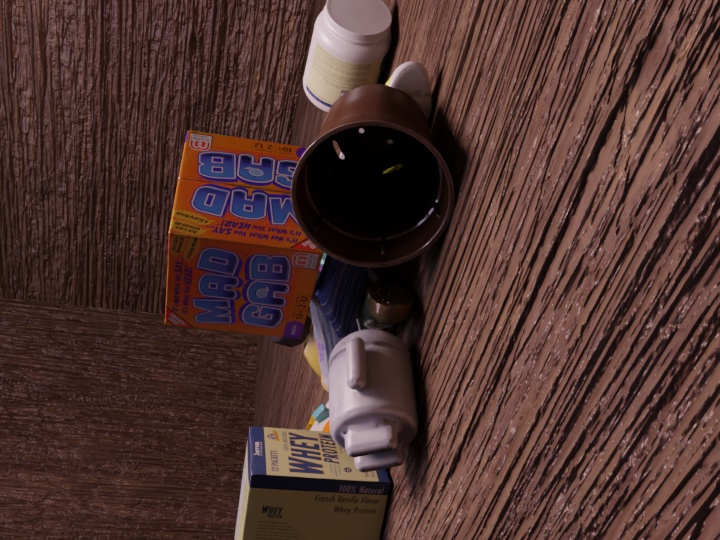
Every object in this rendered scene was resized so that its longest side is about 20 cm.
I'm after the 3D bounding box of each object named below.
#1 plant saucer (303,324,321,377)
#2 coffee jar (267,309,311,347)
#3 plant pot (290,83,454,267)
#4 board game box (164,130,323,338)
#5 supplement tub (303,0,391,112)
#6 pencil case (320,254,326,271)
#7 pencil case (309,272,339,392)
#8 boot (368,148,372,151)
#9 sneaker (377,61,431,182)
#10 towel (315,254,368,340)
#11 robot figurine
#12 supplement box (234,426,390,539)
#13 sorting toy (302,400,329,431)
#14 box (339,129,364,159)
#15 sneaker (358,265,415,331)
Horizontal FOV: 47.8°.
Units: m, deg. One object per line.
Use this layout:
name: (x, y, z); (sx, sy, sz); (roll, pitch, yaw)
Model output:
plant saucer: (-0.072, 0.087, 1.628); (0.200, 0.048, 0.200); (-108, 35, -77)
coffee jar: (-0.127, 0.046, 1.607); (0.104, 0.085, 0.200); (118, 166, -58)
plant pot: (0.017, -0.141, 1.069); (0.198, 0.200, 0.200); (-87, 9, -56)
board game box: (-0.164, -0.048, 1.165); (0.200, 0.200, 0.200); (108, 165, -49)
supplement tub: (-0.024, -0.408, 1.530); (0.200, 0.145, 0.145); (112, 161, -54)
pencil case: (-0.046, -0.052, 1.534); (0.085, 0.092, 0.200); (-25, 41, 41)
pencil case: (-0.037, 0.100, 1.297); (0.091, 0.083, 0.200); (-36, -53, -45)
boot: (0.009, -0.118, 1.387); (0.200, 0.068, 0.189); (125, 150, -70)
sneaker: (0.053, -0.221, 1.200); (0.105, 0.076, 0.200); (-99, 18, -57)
towel: (-0.011, 0.033, 1.212); (0.200, 0.024, 0.145); (65, -145, -48)
robot figurine: (0.015, 0.159, 1.062); (0.170, 0.113, 0.200); (71, -169, -46)
supplement box: (-0.077, 0.354, 1.195); (0.134, 0.200, 0.200); (-116, 33, -70)
sorting toy: (-0.049, 0.279, 1.449); (0.200, 0.107, 0.180); (108, -176, -45)
box: (-0.013, -0.192, 1.408); (0.200, 0.041, 0.156); (-81, 8, -75)
sneaker: (0.034, 0.057, 1.161); (0.200, 0.067, 0.090); (-98, 17, -72)
